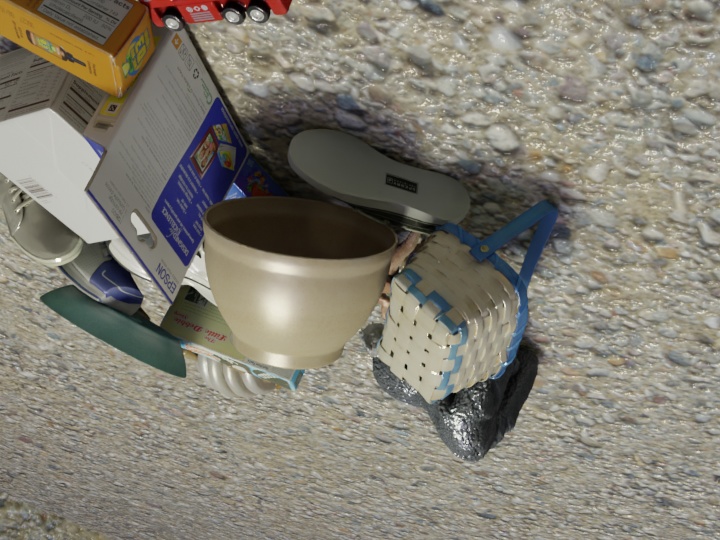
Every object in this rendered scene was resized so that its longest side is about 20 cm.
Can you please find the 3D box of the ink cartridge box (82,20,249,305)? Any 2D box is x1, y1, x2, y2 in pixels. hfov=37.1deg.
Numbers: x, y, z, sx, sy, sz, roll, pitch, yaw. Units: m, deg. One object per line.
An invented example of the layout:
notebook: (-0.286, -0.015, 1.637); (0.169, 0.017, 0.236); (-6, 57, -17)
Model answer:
ink cartridge box: (-0.195, -0.104, 1.051); (0.046, 0.202, 0.198); (13, 152, 24)

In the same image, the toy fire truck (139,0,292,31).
toy fire truck: (-0.119, -0.269, 0.881); (0.197, 0.049, 0.141); (2, 148, 27)

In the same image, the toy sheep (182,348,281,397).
toy sheep: (-0.173, 0.112, 1.499); (0.198, 0.139, 0.138); (15, 156, 36)

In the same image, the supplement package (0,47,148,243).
supplement package: (-0.287, -0.137, 1.137); (0.154, 0.112, 0.200); (-6, 143, 35)

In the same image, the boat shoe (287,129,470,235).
boat shoe: (0.013, -0.082, 1.115); (0.198, 0.071, 0.064); (21, 150, -10)

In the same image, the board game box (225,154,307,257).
board game box: (-0.153, -0.045, 1.260); (0.199, 0.045, 0.135); (-19, 122, 46)

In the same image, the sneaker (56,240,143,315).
sneaker: (-0.312, -0.051, 1.277); (0.199, 0.115, 0.080); (44, -175, 31)

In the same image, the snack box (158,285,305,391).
snack box: (-0.148, 0.065, 1.375); (0.198, 0.117, 0.037); (19, 158, 19)

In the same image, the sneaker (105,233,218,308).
sneaker: (-0.186, -0.034, 1.213); (0.198, 0.076, 0.116); (24, 135, -5)

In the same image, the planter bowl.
planter bowl: (-0.069, 0.017, 1.104); (0.197, 0.200, 0.137); (12, 108, 9)

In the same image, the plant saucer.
plant saucer: (-0.289, 0.066, 1.296); (0.198, 0.036, 0.200); (30, 176, 2)

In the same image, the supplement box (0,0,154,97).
supplement box: (-0.284, -0.237, 0.962); (0.198, 0.069, 0.067); (31, 157, 7)

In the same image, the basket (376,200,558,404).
basket: (0.118, 0.027, 1.112); (0.139, 0.199, 0.178); (45, 144, 29)

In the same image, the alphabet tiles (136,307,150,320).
alphabet tiles: (-0.370, -0.019, 1.389); (0.200, 0.008, 0.167); (42, 179, -42)

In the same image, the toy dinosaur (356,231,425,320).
toy dinosaur: (0.000, 0.000, 1.220); (0.134, 0.087, 0.200); (13, 156, -21)

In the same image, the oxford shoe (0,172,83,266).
oxford shoe: (-0.384, -0.082, 1.243); (0.201, 0.075, 0.058); (52, 159, 31)

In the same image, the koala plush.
koala plush: (0.096, 0.131, 1.361); (0.198, 0.185, 0.178); (15, 154, 28)
